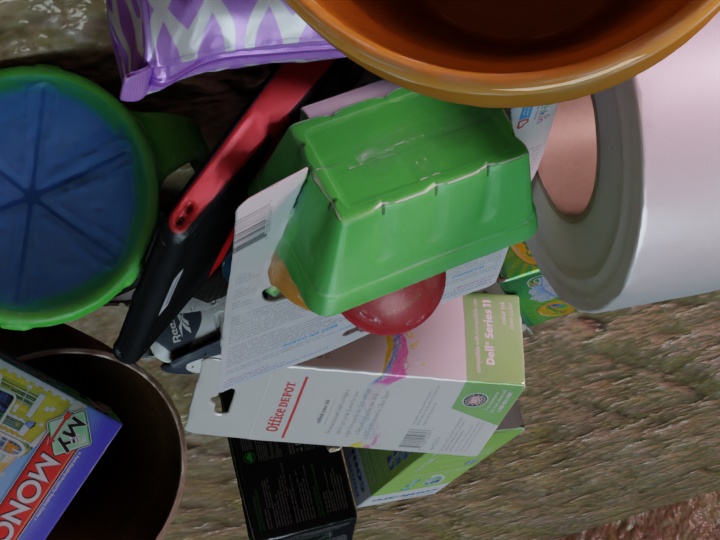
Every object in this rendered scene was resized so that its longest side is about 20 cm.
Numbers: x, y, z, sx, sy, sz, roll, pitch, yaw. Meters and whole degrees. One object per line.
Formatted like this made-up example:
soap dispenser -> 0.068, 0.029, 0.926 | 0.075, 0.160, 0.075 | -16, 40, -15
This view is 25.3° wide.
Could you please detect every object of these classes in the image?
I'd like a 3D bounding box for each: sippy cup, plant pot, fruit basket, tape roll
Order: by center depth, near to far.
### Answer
plant pot -> 0.058, -0.155, 0.608 | 0.198, 0.202, 0.183 | -16, 176, 7
tape roll -> 0.132, -0.083, 0.823 | 0.070, 0.204, 0.203 | -9, 161, -13
fruit basket -> 0.008, -0.018, 0.844 | 0.184, 0.094, 0.200 | -21, 160, -18
sippy cup -> -0.176, -0.029, 0.883 | 0.176, 0.141, 0.130 | 12, 169, -4
plant pot -> -0.240, 0.101, 1.070 | 0.185, 0.189, 0.200 | -2, -159, -31

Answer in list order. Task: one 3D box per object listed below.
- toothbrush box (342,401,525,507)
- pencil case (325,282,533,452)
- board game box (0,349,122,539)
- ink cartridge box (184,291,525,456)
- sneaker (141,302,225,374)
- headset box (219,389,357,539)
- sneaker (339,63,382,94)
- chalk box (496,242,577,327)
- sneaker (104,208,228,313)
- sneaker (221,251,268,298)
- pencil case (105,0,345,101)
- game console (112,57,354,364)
toothbrush box -> 0.048, 0.103, 1.379 | 0.085, 0.147, 0.200 | -6, 159, -24
pencil case -> 0.041, 0.056, 1.239 | 0.199, 0.090, 0.078 | -31, -172, -14
board game box -> -0.248, 0.140, 0.940 | 0.134, 0.029, 0.201 | 33, 91, -36
ink cartridge box -> -0.007, 0.060, 1.015 | 0.198, 0.068, 0.117 | 6, 150, -11
sneaker -> -0.094, 0.028, 1.160 | 0.129, 0.080, 0.199 | -11, 173, -37
headset box -> -0.069, 0.167, 1.434 | 0.092, 0.176, 0.200 | -12, 163, -6
sneaker -> 0.015, -0.078, 0.945 | 0.077, 0.078, 0.200 | -11, 163, -12
chalk box -> 0.135, -0.048, 1.043 | 0.198, 0.126, 0.124 | -18, 162, 9
sneaker -> -0.140, -0.013, 1.032 | 0.198, 0.067, 0.091 | -4, 162, -20
sneaker -> 0.000, 0.000, 1.063 | 0.199, 0.081, 0.076 | 30, 138, -32
pencil case -> -0.023, -0.128, 0.760 | 0.198, 0.086, 0.084 | -8, 162, -16
game console -> -0.071, -0.047, 0.879 | 0.177, 0.031, 0.200 | -51, 178, -27
